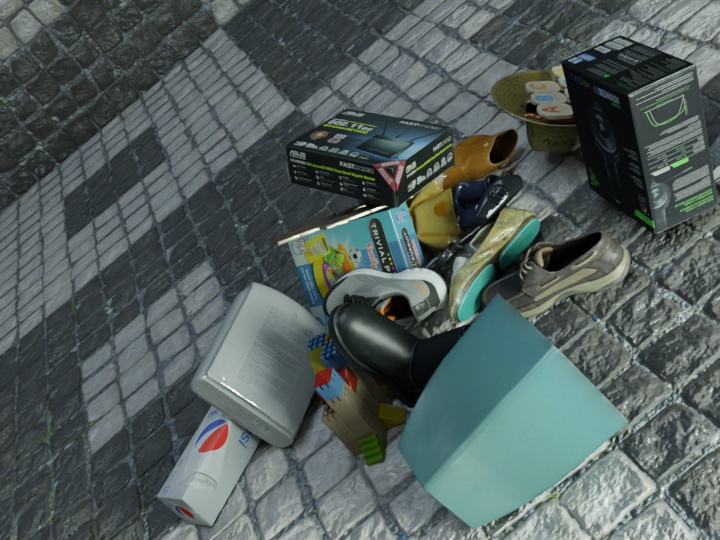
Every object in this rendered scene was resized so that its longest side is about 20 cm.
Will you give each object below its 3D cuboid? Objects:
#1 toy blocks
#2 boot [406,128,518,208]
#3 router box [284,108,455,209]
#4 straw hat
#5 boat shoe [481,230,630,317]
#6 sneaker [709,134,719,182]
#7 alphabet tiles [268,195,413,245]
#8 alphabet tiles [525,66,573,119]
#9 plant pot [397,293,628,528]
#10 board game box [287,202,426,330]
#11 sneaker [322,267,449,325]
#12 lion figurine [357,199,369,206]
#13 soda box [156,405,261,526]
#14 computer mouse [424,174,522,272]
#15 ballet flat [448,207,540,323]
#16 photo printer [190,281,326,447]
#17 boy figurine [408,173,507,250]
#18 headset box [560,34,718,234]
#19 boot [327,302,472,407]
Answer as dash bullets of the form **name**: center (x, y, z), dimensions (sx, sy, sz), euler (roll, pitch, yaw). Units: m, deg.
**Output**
- **toy blocks**: center (-0.016, 0.133, 1.316), dimensions (0.099, 0.137, 0.201), euler (-24, 32, 26)
- **boot**: center (0.149, -0.148, 1.567), dimensions (0.201, 0.071, 0.143), euler (-48, 18, -30)
- **router box**: center (0.014, -0.165, 1.455), dimensions (0.198, 0.063, 0.150), euler (16, 37, 34)
- **straw hat**: center (0.281, -0.216, 1.491), dimensions (0.198, 0.086, 0.202), euler (-1, 33, 1)
- **boat shoe**: center (0.235, -0.003, 1.274), dimensions (0.199, 0.073, 0.075), euler (-23, 33, 27)
- **sneaker**: center (0.495, -0.166, 1.205), dimensions (0.200, 0.079, 0.079), euler (-51, 12, 35)
- **alphabet tiles**: center (-0.035, -0.074, 1.469), dimensions (0.198, 0.008, 0.167), euler (-21, 8, -11)
- **alphabet tiles**: center (0.339, -0.250, 1.448), dimensions (0.193, 0.015, 0.201), euler (-3, 34, -3)
- **plant pot**: center (0.148, 0.163, 1.091), dimensions (0.200, 0.141, 0.141), euler (-47, 28, 3)
- **board game box**: center (0.000, 0.000, 1.464), dimensions (0.199, 0.153, 0.047), euler (-14, 9, 39)
- **sneaker**: center (0.021, 0.041, 1.381), dimensions (0.199, 0.075, 0.079), euler (-8, 22, 40)
- **lion figurine**: center (0.046, -0.151, 1.553), dimensions (0.121, 0.073, 0.201), euler (-13, 29, -1)
- **soda box**: center (-0.199, 0.255, 1.435), dimensions (0.063, 0.068, 0.201), euler (-7, 42, 44)
- **computer mouse**: center (0.146, -0.061, 1.394), dimensions (0.200, 0.034, 0.059), euler (-45, -6, -5)
- **ballet flat**: center (0.164, -0.012, 1.370), dimensions (0.200, 0.071, 0.070), euler (-48, 30, -22)
- **photo printer**: center (-0.131, 0.124, 1.439), dimensions (0.069, 0.166, 0.201), euler (-38, 22, 47)
- **boy figurine**: center (0.117, -0.088, 1.504), dimensions (0.198, 0.064, 0.126), euler (-12, 80, 28)
- **headset box**: center (0.343, -0.165, 1.254), dimensions (0.092, 0.202, 0.174), euler (-24, 29, -6)
- **boot**: center (0.077, 0.095, 1.209), dimensions (0.162, 0.198, 0.074), euler (-17, 38, 45)
